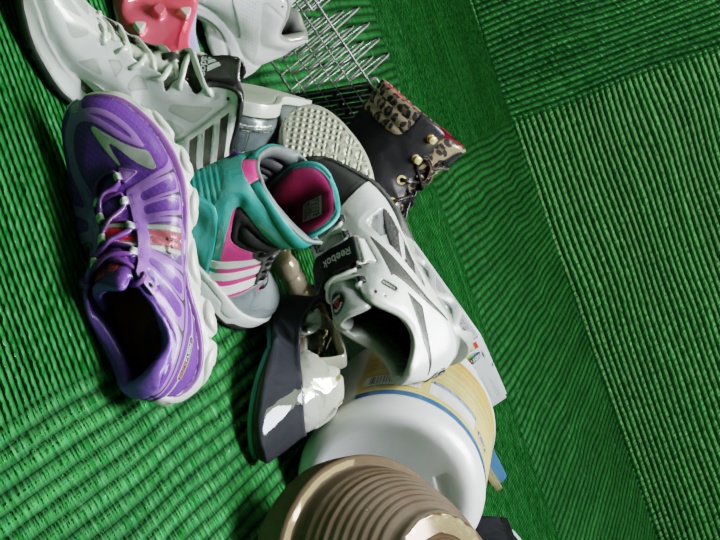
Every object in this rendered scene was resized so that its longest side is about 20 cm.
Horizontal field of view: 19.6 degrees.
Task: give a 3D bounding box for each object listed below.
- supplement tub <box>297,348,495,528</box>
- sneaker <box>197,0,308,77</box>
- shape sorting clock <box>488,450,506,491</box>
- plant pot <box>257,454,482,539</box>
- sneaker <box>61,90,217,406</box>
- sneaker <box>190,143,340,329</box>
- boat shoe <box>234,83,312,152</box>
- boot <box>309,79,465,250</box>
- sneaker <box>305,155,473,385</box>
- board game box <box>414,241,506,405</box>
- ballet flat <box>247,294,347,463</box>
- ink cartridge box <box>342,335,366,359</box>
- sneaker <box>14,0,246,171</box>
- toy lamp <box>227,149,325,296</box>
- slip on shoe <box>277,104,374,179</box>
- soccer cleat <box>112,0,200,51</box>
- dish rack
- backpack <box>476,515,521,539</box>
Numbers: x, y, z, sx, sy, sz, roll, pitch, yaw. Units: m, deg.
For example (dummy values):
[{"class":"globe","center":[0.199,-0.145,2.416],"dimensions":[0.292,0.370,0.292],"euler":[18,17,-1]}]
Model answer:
[{"class":"supplement tub","center":[0.033,0.140,1.655],"dimensions":[0.200,0.144,0.145],"euler":[-66,136,-72]},{"class":"sneaker","center":[-0.103,-0.243,1.733],"dimensions":[0.200,0.099,0.078],"euler":[52,22,-56]},{"class":"shape sorting clock","center":[0.068,0.110,1.850],"dimensions":[0.201,0.039,0.200],"euler":[61,-1,3]},{"class":"plant pot","center":[0.029,0.222,1.430],"dimensions":[0.200,0.092,0.202],"euler":[16,67,-42]},{"class":"sneaker","center":[-0.141,-0.016,1.287],"dimensions":[0.083,0.080,0.201],"euler":[-1,73,-71]},{"class":"sneaker","center":[-0.067,-0.028,1.519],"dimensions":[0.200,0.120,0.084],"euler":[51,24,-61]},{"class":"boat shoe","center":[-0.087,-0.120,1.748],"dimensions":[0.200,0.072,0.062],"euler":[-47,149,-80]},{"class":"boot","center":[0.033,-0.053,1.772],"dimensions":[0.200,0.151,0.073],"euler":[44,7,24]},{"class":"sneaker","center":[0.000,0.000,1.592],"dimensions":[0.200,0.074,0.088],"euler":[51,39,7]},{"class":"board game box","center":[0.059,0.024,1.906],"dimensions":[0.200,0.035,0.126],"euler":[55,-4,33]},{"class":"ballet flat","center":[-0.044,0.075,1.575],"dimensions":[0.200,0.073,0.073],"euler":[-85,153,-62]},{"class":"ink cartridge box","center":[0.021,0.043,1.987],"dimensions":[0.200,0.044,0.177],"euler":[58,19,-49]},{"class":"sneaker","center":[-0.142,-0.144,1.374],"dimensions":[0.076,0.115,0.201],"euler":[-96,162,-46]},{"class":"toy lamp","center":[-0.070,-0.021,1.651],"dimensions":[0.200,0.058,0.058],"euler":[57,19,-46]},{"class":"slip on shoe","center":[-0.014,-0.038,1.693],"dimensions":[0.201,0.074,0.061],"euler":[64,-18,-4]},{"class":"soccer cleat","center":[-0.144,-0.154,1.546],"dimensions":[0.077,0.066,0.201],"euler":[110,-33,-56]},{"class":"dish rack","center":[-0.039,-0.207,1.855],"dimensions":[0.200,0.055,0.153],"euler":[56,-25,-19]},{"class":"backpack","center":[0.088,0.298,1.693],"dimensions":[0.201,0.166,0.127],"euler":[-99,-176,-50]}]
